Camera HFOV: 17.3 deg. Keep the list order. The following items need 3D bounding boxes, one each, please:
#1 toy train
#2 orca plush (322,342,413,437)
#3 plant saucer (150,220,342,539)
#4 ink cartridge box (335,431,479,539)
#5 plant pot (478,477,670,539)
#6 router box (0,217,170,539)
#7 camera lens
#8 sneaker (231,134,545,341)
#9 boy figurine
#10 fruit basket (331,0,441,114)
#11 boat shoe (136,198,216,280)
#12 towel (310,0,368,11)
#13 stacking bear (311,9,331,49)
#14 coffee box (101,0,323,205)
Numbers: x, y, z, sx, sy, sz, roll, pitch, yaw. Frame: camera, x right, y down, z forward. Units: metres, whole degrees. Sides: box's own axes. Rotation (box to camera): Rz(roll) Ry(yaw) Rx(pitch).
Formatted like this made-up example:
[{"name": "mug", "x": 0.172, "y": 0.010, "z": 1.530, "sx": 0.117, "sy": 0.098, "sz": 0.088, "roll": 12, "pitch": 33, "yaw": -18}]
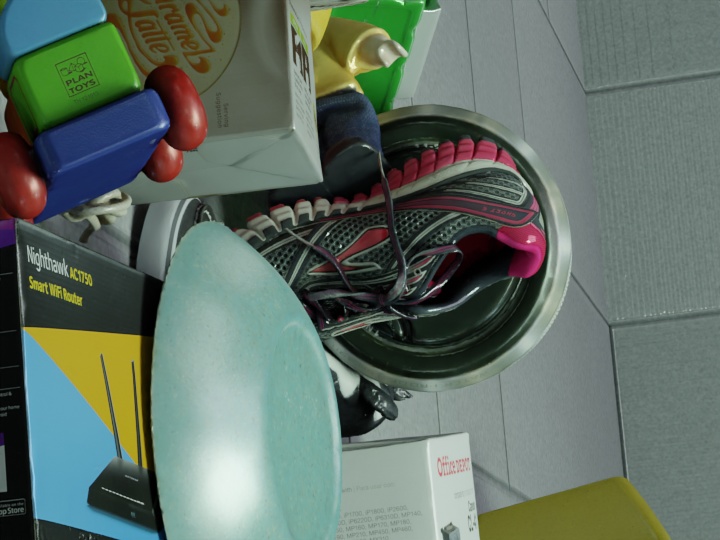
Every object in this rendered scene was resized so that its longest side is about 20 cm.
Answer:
[{"name": "toy train", "x": -0.132, "y": -0.076, "z": 0.968, "sx": 0.116, "sy": 0.084, "sz": 0.200, "roll": 66, "pitch": -14, "yaw": 2}, {"name": "orca plush", "x": -0.034, "y": 0.075, "z": 1.395, "sx": 0.105, "sy": 0.071, "sz": 0.200, "roll": 39, "pitch": 3, "yaw": 5}, {"name": "plant saucer", "x": -0.042, "y": 0.076, "z": 1.059, "sx": 0.201, "sy": 0.038, "sz": 0.203, "roll": -7, "pitch": 90, "yaw": -74}, {"name": "ink cartridge box", "x": 0.030, "y": 0.207, "z": 1.498, "sx": 0.148, "sy": 0.085, "sz": 0.202, "roll": 10, "pitch": 74, "yaw": -77}, {"name": "plant pot", "x": 0.181, "y": 0.287, "z": 1.904, "sx": 0.201, "sy": 0.198, "sz": 0.177, "roll": 69, "pitch": 8, "yaw": -48}, {"name": "router box", "x": -0.117, "y": 0.070, "z": 0.959, "sx": 0.200, "sy": 0.051, "sz": 0.151, "roll": 30, "pitch": 54, "yaw": -73}, {"name": "camera lens", "x": 0.046, "y": -0.011, "z": 1.392, "sx": 0.200, "sy": 0.159, "sz": 0.161, "roll": 11, "pitch": 72, "yaw": -84}, {"name": "sneaker", "x": 0.000, "y": 0.000, "z": 1.227, "sx": 0.075, "sy": 0.199, "sz": 0.081, "roll": 62, "pitch": -1, "yaw": 43}, {"name": "boy figurine", "x": -0.034, "y": -0.104, "z": 1.311, "sx": 0.065, "sy": 0.124, "sz": 0.201, "roll": 55, "pitch": 10, "yaw": -47}, {"name": "fruit basket", "x": -0.008, "y": -0.192, "z": 1.451, "sx": 0.186, "sy": 0.093, "sz": 0.201, "roll": 107, "pitch": -15, "yaw": -44}, {"name": "boat shoe", "x": -0.070, "y": 0.054, "z": 1.158, "sx": 0.070, "sy": 0.066, "sz": 0.202, "roll": 59, "pitch": 27, "yaw": -62}, {"name": "towel", "x": -0.065, "y": -0.219, "z": 1.174, "sx": 0.034, "sy": 0.131, "sz": 0.202, "roll": 54, "pitch": 28, "yaw": -76}, {"name": "stacking bear", "x": -0.064, "y": -0.144, "z": 1.229, "sx": 0.114, "sy": 0.120, "sz": 0.202, "roll": 45, "pitch": 49, "yaw": -64}, {"name": "coffee box", "x": -0.082, "y": -0.140, "z": 1.096, "sx": 0.080, "sy": 0.113, "sz": 0.202, "roll": 59, "pitch": 27, "yaw": -72}]
